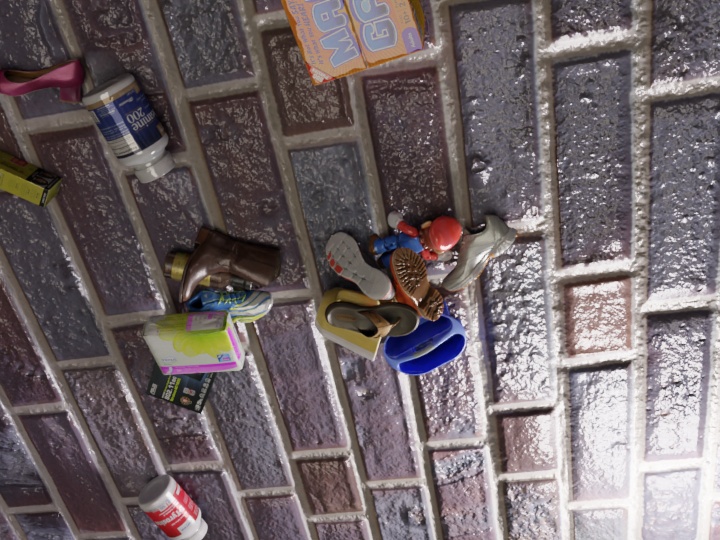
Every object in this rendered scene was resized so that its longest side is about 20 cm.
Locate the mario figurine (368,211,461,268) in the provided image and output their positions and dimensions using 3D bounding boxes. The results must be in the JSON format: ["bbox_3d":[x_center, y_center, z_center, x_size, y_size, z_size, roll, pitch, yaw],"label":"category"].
[{"bbox_3d":[0.125,-0.071,1.628,0.199,0.106,0.123,-16,156,26],"label":"mario figurine"}]

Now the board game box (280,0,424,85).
[{"bbox_3d":[-0.012,-0.472,1.305,0.199,0.200,0.200,-15,119,15],"label":"board game box"}]

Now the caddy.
[{"bbox_3d":[0.147,0.157,1.731,0.200,0.105,0.141,-31,113,22],"label":"caddy"}]

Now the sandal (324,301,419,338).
[{"bbox_3d":[0.021,0.105,1.569,0.199,0.055,0.082,7,121,5],"label":"sandal"}]

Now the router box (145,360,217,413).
[{"bbox_3d":[-0.430,0.245,1.865,0.149,0.062,0.200,22,121,-6],"label":"router box"}]

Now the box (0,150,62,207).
[{"bbox_3d":[-0.749,-0.208,1.612,0.200,0.075,0.050,25,118,-8],"label":"box"}]

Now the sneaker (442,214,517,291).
[{"bbox_3d":[0.237,-0.043,1.629,0.092,0.076,0.200,41,109,-10],"label":"sneaker"}]

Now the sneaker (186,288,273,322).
[{"bbox_3d":[-0.304,0.079,1.721,0.199,0.076,0.105,-13,159,14],"label":"sneaker"}]

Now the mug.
[{"bbox_3d":[-0.014,0.094,1.694,0.153,0.150,0.187,18,124,4],"label":"mug"}]

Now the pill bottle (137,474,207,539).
[{"bbox_3d":[-0.518,0.673,2.107,0.112,0.112,0.200,-23,117,18],"label":"pill bottle"}]

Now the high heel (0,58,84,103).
[{"bbox_3d":[-0.648,-0.390,1.488,0.199,0.067,0.096,12,132,-8],"label":"high heel"}]

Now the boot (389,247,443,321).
[{"bbox_3d":[0.094,0.025,1.619,0.107,0.075,0.200,17,146,44],"label":"boot"}]

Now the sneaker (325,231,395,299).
[{"bbox_3d":[0.000,0.000,1.635,0.077,0.200,0.082,-45,152,6],"label":"sneaker"}]

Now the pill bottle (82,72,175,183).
[{"bbox_3d":[-0.456,-0.281,1.516,0.111,0.111,0.200,-18,118,16],"label":"pill bottle"}]

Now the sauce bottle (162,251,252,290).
[{"bbox_3d":[-0.341,0.006,1.710,0.199,0.065,0.065,13,122,-4],"label":"sauce bottle"}]

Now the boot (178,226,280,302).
[{"bbox_3d":[-0.281,0.011,1.655,0.199,0.187,0.064,19,163,-7],"label":"boot"}]

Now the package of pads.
[{"bbox_3d":[-0.378,0.165,1.720,0.199,0.068,0.155,-5,135,6],"label":"package of pads"}]
